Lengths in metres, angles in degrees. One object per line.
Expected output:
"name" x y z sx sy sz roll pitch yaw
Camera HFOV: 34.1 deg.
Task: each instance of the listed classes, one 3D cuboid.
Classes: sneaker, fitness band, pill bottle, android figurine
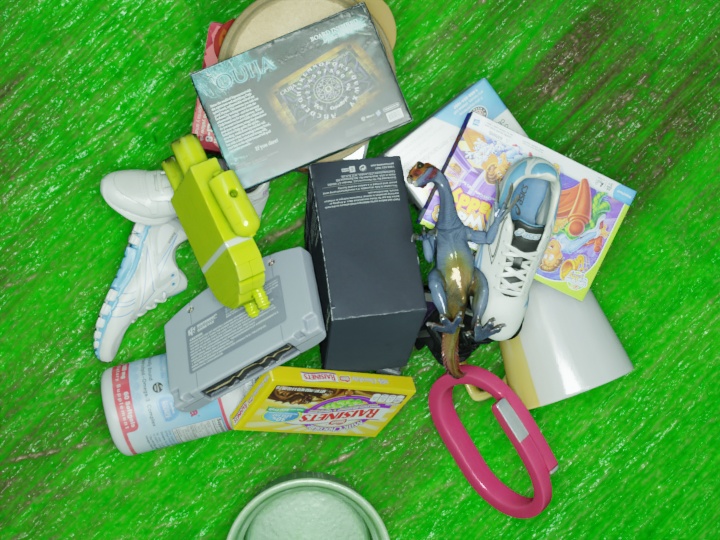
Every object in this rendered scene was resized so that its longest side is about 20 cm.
"sneaker" -0.255 0.023 1.403 0.086 0.075 0.201 22 92 -9
"sneaker" 0.160 -0.021 1.227 0.072 0.072 0.201 12 101 -4
"sneaker" -0.200 -0.100 1.363 0.199 0.075 0.100 5 137 -27
"fitness band" 0.158 0.204 1.399 0.037 0.144 0.200 -33 95 -33
"sneaker" 0.125 0.074 1.367 0.075 0.200 0.088 2 96 -24
"pill bottle" -0.197 0.145 1.391 0.199 0.109 0.109 -15 93 -2
"android figurine" -0.152 -0.043 1.256 0.041 0.182 0.200 -25 84 -23

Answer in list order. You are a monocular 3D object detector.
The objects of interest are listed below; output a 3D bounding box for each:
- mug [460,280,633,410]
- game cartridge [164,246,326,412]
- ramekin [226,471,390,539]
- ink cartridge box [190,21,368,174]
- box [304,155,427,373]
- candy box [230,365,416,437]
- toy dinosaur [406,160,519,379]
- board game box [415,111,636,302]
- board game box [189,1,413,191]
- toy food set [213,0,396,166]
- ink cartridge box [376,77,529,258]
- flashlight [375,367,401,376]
"mug" 0.210 0.078 1.394 0.186 0.149 0.154 -20 86 -8
"game cartridge" -0.131 0.060 1.308 0.200 0.040 0.134 -29 52 20
"ramekin" -0.063 0.339 1.412 0.199 0.098 0.201 0 93 -3
"ink cartridge box" -0.083 -0.190 1.361 0.199 0.145 0.145 10 92 -3
"box" 0.000 0.000 1.312 0.104 0.200 0.183 -5 69 -7
"candy box" -0.042 0.155 1.368 0.199 0.102 0.026 8 48 -34
"toy dinosaur" 0.081 -0.015 1.219 0.105 0.200 0.182 2 52 -22
"board game box" 0.180 -0.069 1.283 0.199 0.045 0.135 25 94 -5
"board game box" -0.061 -0.180 1.227 0.199 0.028 0.136 -22 93 -1
"toy food set" -0.060 -0.212 1.264 0.197 0.049 0.201 2 93 -3
"ink cartridge box" 0.138 -0.098 1.375 0.147 0.146 0.200 -38 95 0
"flashlight" -0.041 0.075 1.419 0.199 0.068 0.068 14 130 -1
